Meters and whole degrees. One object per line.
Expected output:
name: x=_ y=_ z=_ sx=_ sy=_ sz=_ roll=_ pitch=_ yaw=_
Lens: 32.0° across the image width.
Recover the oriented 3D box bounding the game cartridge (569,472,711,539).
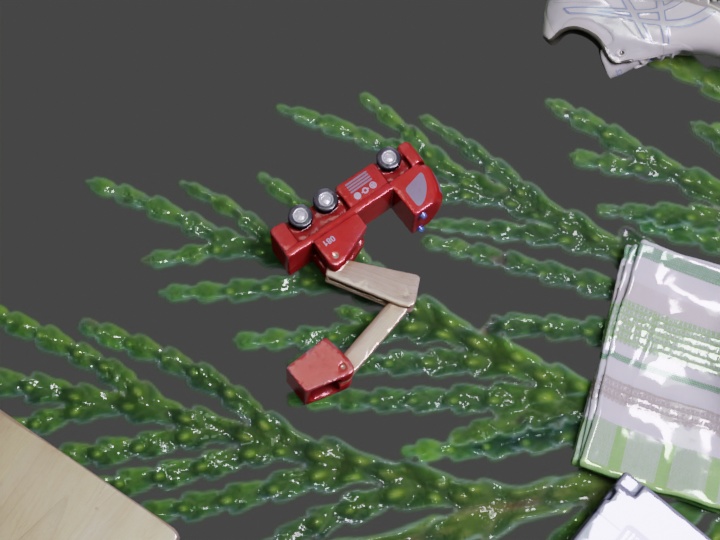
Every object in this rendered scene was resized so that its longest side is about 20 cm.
game cartridge: x=0.190 y=0.270 z=0.942 sx=0.133 sy=0.040 sz=0.200 roll=39 pitch=79 yaw=15

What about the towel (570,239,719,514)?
towel: x=0.265 y=0.084 z=1.016 sx=0.148 sy=0.031 sz=0.201 roll=17 pitch=72 yaw=5

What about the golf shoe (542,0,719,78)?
golf shoe: x=0.255 y=-0.205 z=1.105 sx=0.199 sy=0.078 sz=0.098 roll=24 pitch=89 yaw=13

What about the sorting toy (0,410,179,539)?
sorting toy: x=-0.268 y=0.230 z=0.934 sx=0.198 sy=0.070 sz=0.200 roll=32 pitch=74 yaw=10

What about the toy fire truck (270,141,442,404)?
toy fire truck: x=0.000 y=0.000 z=1.030 sx=0.200 sy=0.049 sz=0.141 roll=-34 pitch=75 yaw=-13
